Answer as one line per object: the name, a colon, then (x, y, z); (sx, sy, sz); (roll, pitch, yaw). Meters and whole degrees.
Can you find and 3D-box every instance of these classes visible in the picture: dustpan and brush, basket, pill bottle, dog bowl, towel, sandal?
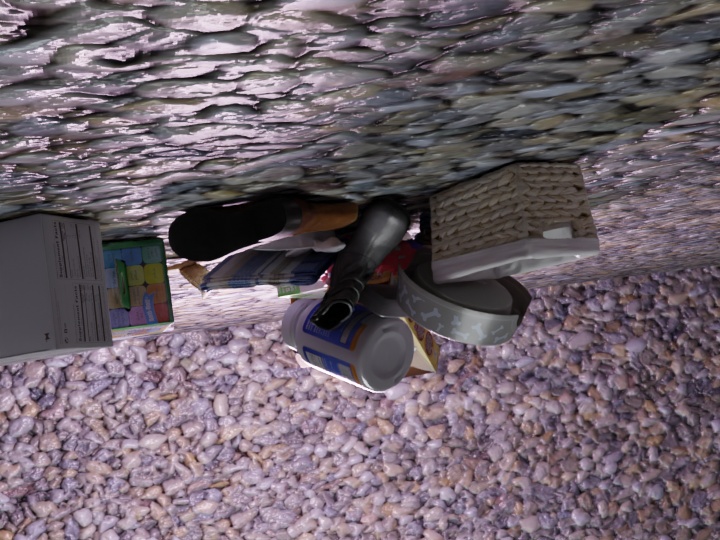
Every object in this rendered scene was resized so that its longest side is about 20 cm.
dustpan and brush: (-0.073, -0.042, 1.433); (0.139, 0.058, 0.200); (-5, 174, -29)
basket: (0.193, -0.061, 1.322); (0.135, 0.124, 0.200); (-3, 172, -34)
pill bottle: (-0.025, 0.101, 1.489); (0.112, 0.113, 0.199); (-3, -167, -42)
dog bowl: (0.140, 0.038, 1.419); (0.199, 0.059, 0.200); (16, -158, -7)
towel: (-0.128, -0.009, 1.516); (0.199, 0.024, 0.147); (-4, -158, 23)
sandal: (-0.270, 0.013, 1.637); (0.210, 0.070, 0.078); (-8, 174, -4)

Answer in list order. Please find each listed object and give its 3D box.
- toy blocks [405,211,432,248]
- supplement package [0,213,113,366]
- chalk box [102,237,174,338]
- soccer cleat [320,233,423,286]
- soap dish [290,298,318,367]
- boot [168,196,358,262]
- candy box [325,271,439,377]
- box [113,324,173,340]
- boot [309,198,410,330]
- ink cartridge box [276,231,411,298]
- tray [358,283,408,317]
toy blocks: (0.144, -0.054, 1.542); (0.136, 0.101, 0.200); (5, 169, -15)
supplement package: (-0.413, 0.030, 1.191); (0.199, 0.157, 0.111); (-10, 174, 20)
chalk box: (-0.333, 0.026, 1.422); (0.123, 0.125, 0.200); (-6, 175, -18)
soccer cleat: (0.008, -0.029, 1.547); (0.199, 0.077, 0.067); (-13, 153, 32)
soap dish: (-0.053, 0.065, 1.812); (0.156, 0.201, 0.081); (-10, 168, 24)
boot: (-0.124, -0.062, 1.296); (0.187, 0.069, 0.200); (-19, 177, 24)
candy box: (0.037, 0.091, 1.620); (0.116, 0.057, 0.200); (-13, 130, 24)
box: (-0.454, 0.067, 1.730); (0.199, 0.106, 0.184); (-10, 173, 18)
boot: (0.000, 0.000, 1.382); (0.069, 0.132, 0.200); (26, 143, -5)
ink cartridge box: (-0.025, -0.010, 1.681); (0.199, 0.085, 0.145); (-12, 173, 24)
tray: (0.085, 0.043, 1.488); (0.199, 0.022, 0.107); (3, -162, -33)
